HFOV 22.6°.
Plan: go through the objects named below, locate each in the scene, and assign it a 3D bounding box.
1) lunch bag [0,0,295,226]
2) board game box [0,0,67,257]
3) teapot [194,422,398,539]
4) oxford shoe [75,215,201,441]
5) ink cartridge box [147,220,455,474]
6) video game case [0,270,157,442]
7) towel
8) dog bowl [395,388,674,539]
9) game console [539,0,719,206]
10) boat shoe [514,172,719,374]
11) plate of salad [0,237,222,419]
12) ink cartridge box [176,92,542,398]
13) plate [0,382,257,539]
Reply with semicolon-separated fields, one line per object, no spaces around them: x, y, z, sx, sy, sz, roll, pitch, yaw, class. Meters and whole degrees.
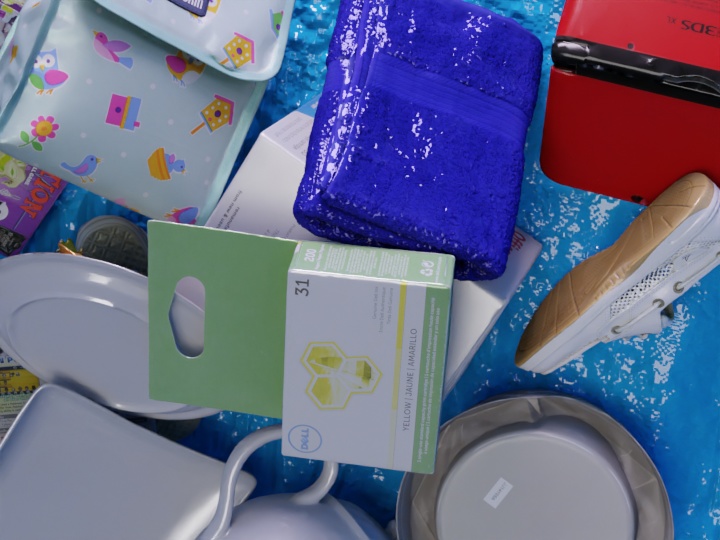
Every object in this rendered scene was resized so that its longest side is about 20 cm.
-0.149;-0.150;1.234;0.170;0.122;0.200;25;95;-22;lunch bag
-0.263;-0.106;1.337;0.120;0.032;0.200;24;123;-23;board game box
-0.026;0.233;1.340;0.146;0.200;0.197;-37;68;-10;teapot
-0.167;0.041;1.377;0.075;0.058;0.200;-20;116;-6;oxford shoe
-0.044;0.049;1.158;0.199;0.048;0.146;6;120;4;ink cartridge box
-0.255;0.091;1.348;0.199;0.022;0.183;-4;117;-3;video game case
0.043;-0.098;1.185;0.147;0.200;0.050;16;149;-7;towel
0.128;0.177;1.313;0.199;0.059;0.201;2;104;9;dog bowl
0.234;-0.134;1.219;0.199;0.119;0.173;15;79;12;game console
0.189;0.019;1.250;0.069;0.071;0.200;36;125;-17;boat shoe
-0.173;0.042;1.262;0.199;0.048;0.200;12;146;8;plate of salad
0.000;0.000;1.261;0.200;0.147;0.145;35;113;4;ink cartridge box
-0.211;0.190;1.354;0.199;0.032;0.200;28;104;-32;plate
